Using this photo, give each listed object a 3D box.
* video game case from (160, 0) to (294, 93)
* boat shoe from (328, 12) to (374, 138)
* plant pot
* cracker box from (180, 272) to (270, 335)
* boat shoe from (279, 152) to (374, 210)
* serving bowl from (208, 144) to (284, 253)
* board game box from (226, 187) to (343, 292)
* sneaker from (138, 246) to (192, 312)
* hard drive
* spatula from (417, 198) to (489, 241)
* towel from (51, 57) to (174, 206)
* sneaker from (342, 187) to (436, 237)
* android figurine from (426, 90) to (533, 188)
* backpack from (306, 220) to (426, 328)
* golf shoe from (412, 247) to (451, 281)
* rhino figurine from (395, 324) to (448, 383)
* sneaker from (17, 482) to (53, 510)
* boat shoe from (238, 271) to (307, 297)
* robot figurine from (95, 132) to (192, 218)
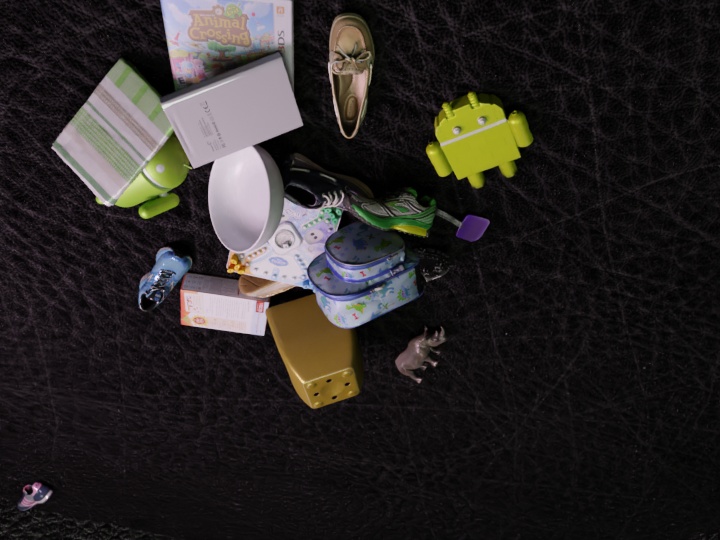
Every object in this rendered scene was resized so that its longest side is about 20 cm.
[{"bbox_3d":[-0.205,-0.353,1.011,0.198,0.022,0.183,4,138,-2],"label":"video game case"},{"bbox_3d":[-0.013,-0.309,1.023,0.073,0.063,0.201,-1,138,4],"label":"boat shoe"},{"bbox_3d":[-0.087,0.191,1.454,0.193,0.201,0.196,-17,138,-5],"label":"plant pot"},{"bbox_3d":[-0.312,0.080,1.479,0.198,0.058,0.134,9,138,-8],"label":"cracker box"},{"bbox_3d":[-0.063,-0.139,1.192,0.199,0.093,0.075,21,131,-20],"label":"boat shoe"},{"bbox_3d":[-0.198,-0.134,1.157,0.065,0.201,0.200,-6,151,-43],"label":"serving bowl"},{"bbox_3d":[-0.154,-0.062,1.283,0.198,0.026,0.201,13,116,-12],"label":"board game box"},{"bbox_3d":[-0.431,0.027,1.399,0.078,0.090,0.200,24,133,-24],"label":"sneaker"},{"bbox_3d":[-0.203,-0.257,1.033,0.199,0.027,0.132,-22,138,-5],"label":"hard drive"},{"bbox_3d":[0.165,-0.109,1.272,0.199,0.021,0.057,21,115,-16],"label":"spatula"},{"bbox_3d":[-0.402,-0.227,1.058,0.149,0.031,0.200,46,102,2],"label":"towel"},{"bbox_3d":[0.055,-0.123,1.197,0.199,0.078,0.086,7,109,-33],"label":"sneaker"},{"bbox_3d":[0.206,-0.230,1.123,0.181,0.041,0.200,-16,137,20],"label":"android figurine"},{"bbox_3d":[0.000,0.000,1.242,0.199,0.183,0.148,-29,129,-13],"label":"backpack"},{"bbox_3d":[0.105,0.008,1.385,0.198,0.078,0.094,-12,154,18],"label":"golf shoe"},{"bbox_3d":[0.156,0.202,1.599,0.087,0.060,0.200,24,132,-9],"label":"rhino figurine"},{"bbox_3d":[-1.229,0.833,2.374,0.199,0.070,0.082,-28,114,26],"label":"sneaker"},{"bbox_3d":[-0.164,0.006,1.390,0.199,0.074,0.069,-18,159,10],"label":"boat shoe"},{"bbox_3d":[-0.392,-0.185,1.136,0.199,0.116,0.177,-18,104,22],"label":"robot figurine"}]
